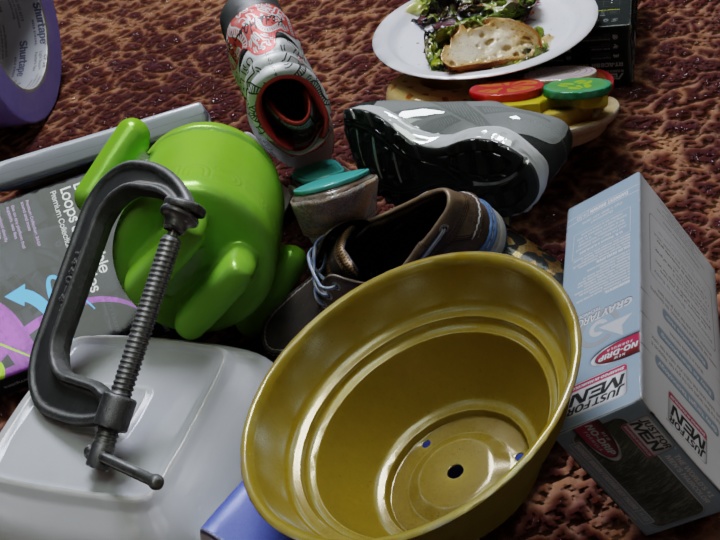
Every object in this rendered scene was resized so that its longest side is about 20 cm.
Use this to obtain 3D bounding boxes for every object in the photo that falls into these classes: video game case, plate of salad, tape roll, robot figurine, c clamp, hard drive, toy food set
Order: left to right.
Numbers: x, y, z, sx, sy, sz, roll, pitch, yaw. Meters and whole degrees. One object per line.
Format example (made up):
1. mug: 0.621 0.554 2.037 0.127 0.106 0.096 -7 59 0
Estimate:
1. tape roll: -0.385 -0.245 1.137 0.084 0.202 0.201 -7 39 10
2. video game case: -0.229 -0.107 0.994 0.197 0.022 0.182 -17 7 -4
3. c clamp: -0.144 0.025 0.692 0.169 0.027 0.203 0 72 44
4. robot figurine: -0.114 -0.035 0.809 0.116 0.175 0.201 -46 20 20
5. hard drive: 0.017 0.123 0.676 0.131 0.026 0.200 30 54 20
6. plate of salad: 0.105 -0.223 0.971 0.197 0.049 0.201 -10 36 7
7. toy food set: 0.119 -0.137 0.929 0.195 0.049 0.200 -6 19 1

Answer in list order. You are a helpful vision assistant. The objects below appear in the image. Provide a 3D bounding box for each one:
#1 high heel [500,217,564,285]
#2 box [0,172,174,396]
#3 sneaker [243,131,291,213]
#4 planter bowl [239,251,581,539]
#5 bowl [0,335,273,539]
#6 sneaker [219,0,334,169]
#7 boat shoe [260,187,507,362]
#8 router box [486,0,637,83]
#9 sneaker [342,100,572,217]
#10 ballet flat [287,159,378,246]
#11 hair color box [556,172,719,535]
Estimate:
1. high heel: 0.122 -0.032 0.827 0.199 0.072 0.142 23 48 39
2. box: -0.252 0.011 0.865 0.198 0.036 0.144 -20 69 -9
3. sneaker: -0.161 -0.072 0.948 0.197 0.088 0.075 -11 39 6
4. planter bowl: 0.039 0.089 0.613 0.198 0.084 0.202 -21 36 16
5. bowl: -0.153 0.117 0.728 0.197 0.075 0.201 4 43 22
6. sneaker: -0.055 -0.119 0.902 0.066 0.202 0.109 -22 54 -1
7. boat shoe: 0.000 0.000 0.768 0.199 0.072 0.073 -34 49 20
8. router box: 0.163 -0.237 1.066 0.197 0.063 0.151 -1 41 17
9. sneaker: 0.066 -0.090 0.819 0.199 0.075 0.079 17 42 41
10. ballet flat: -0.016 -0.043 0.838 0.067 0.068 0.200 -17 10 -1
11. hair color box: 0.171 0.044 0.680 0.060 0.099 0.201 -29 29 32
